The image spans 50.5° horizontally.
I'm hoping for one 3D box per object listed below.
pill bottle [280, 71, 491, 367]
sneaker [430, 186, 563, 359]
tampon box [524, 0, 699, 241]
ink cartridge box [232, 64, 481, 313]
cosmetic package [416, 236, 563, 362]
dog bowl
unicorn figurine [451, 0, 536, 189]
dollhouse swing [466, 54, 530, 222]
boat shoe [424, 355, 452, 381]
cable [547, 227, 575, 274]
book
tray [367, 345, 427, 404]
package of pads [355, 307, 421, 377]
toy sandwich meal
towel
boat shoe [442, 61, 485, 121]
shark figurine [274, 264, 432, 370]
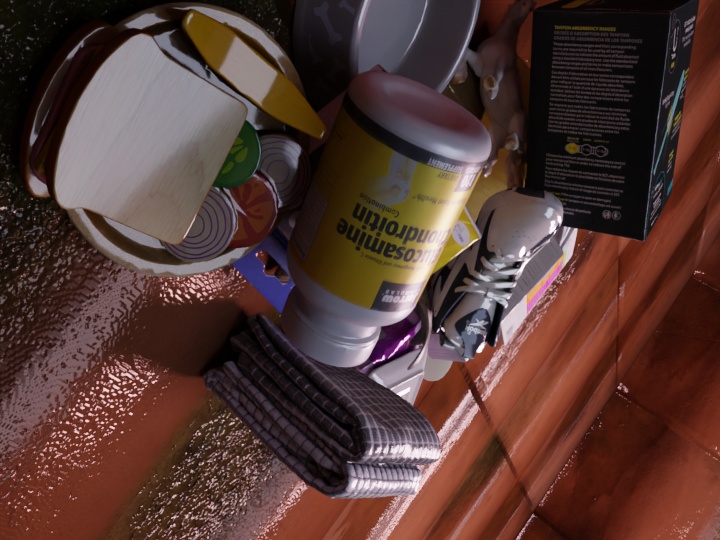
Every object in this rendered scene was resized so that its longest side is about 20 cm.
[{"bbox_3d":[0.009,-0.032,0.568,0.111,0.111,0.203,-14,135,-50],"label":"pill bottle"},{"bbox_3d":[0.126,0.016,0.741,0.198,0.078,0.133,-36,-141,53],"label":"sneaker"},{"bbox_3d":[0.243,-0.158,0.749,0.149,0.123,0.206,-35,130,-51],"label":"tampon box"},{"bbox_3d":[-0.013,-0.037,0.659,0.199,0.047,0.198,-39,136,2],"label":"ink cartridge box"},{"bbox_3d":[0.153,0.021,0.960,0.200,0.074,0.101,-45,-169,-16],"label":"cosmetic package"},{"bbox_3d":[0.031,-0.216,0.648,0.199,0.058,0.204,-38,145,-32],"label":"dog bowl"},{"bbox_3d":[0.143,-0.188,0.761,0.138,0.072,0.205,-48,143,-49],"label":"unicorn figurine"},{"bbox_3d":[0.132,-0.121,0.920,0.181,0.175,0.202,41,82,-19],"label":"dollhouse swing"},{"bbox_3d":[0.127,0.054,1.056,0.204,0.070,0.063,-64,-168,7],"label":"boat shoe"},{"bbox_3d":[0.268,-0.067,1.147,0.202,0.068,0.201,-53,151,-12],"label":"cable"},{"bbox_3d":[0.289,0.020,1.289,0.201,0.048,0.134,-50,153,-12],"label":"book"},{"bbox_3d":[0.027,0.188,0.915,0.106,0.022,0.204,-18,134,-44],"label":"tray"},{"bbox_3d":[0.014,0.135,0.941,0.120,0.075,0.204,-37,145,-35],"label":"package of pads"},{"bbox_3d":[-0.110,-0.078,0.499,0.201,0.070,0.210,-15,121,-27],"label":"toy sandwich meal"},{"bbox_3d":[-0.031,0.130,0.742,0.087,0.198,0.165,-58,149,6],"label":"towel"},{"bbox_3d":[0.062,-0.145,0.759,0.201,0.068,0.072,-51,128,-33],"label":"boat shoe"},{"bbox_3d":[0.020,-0.002,0.796,0.213,0.090,0.129,35,97,-30],"label":"shark figurine"}]
